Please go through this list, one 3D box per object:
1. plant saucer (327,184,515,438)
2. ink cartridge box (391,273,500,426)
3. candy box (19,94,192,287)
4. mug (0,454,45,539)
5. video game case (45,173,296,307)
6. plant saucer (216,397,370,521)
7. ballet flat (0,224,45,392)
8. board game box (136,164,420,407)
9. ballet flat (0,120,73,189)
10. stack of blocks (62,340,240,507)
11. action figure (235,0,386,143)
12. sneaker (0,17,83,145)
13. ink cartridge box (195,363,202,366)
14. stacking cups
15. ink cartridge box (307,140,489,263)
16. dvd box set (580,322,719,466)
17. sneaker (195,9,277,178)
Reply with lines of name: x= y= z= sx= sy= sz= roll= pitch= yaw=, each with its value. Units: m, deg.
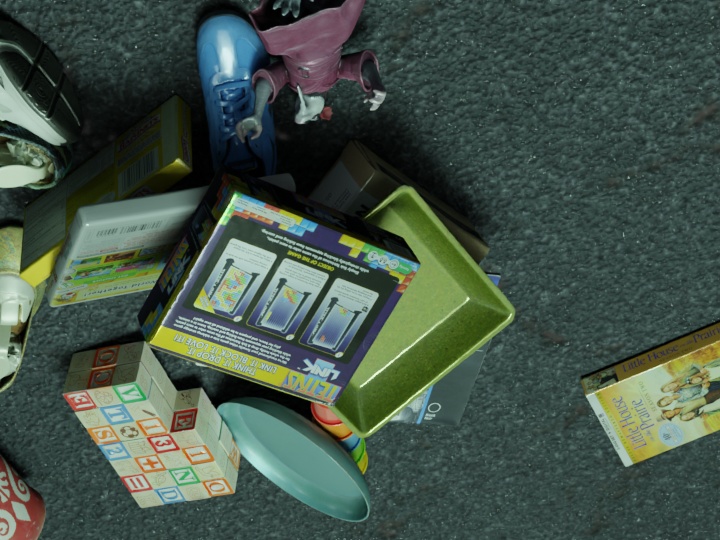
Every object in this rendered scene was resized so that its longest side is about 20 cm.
plant saucer: x=0.016 y=0.033 z=1.531 sx=0.200 sy=0.048 sz=0.200 roll=-39 pitch=123 yaw=5
ink cartridge box: x=0.081 y=0.086 z=1.725 sx=0.099 sy=0.039 sz=0.200 roll=5 pitch=130 yaw=-12
candy box: x=-0.237 y=-0.073 z=1.489 sx=0.200 sy=0.102 sz=0.026 roll=-34 pitch=124 yaw=20
mug: x=-0.460 y=0.228 z=1.707 sx=0.177 sy=0.134 sz=0.200 roll=-21 pitch=128 yaw=8
video game case: x=-0.176 y=-0.027 z=1.470 sx=0.200 sy=0.023 sz=0.182 roll=-11 pitch=160 yaw=-25
plant saucer: x=-0.067 y=0.199 z=1.738 sx=0.200 sy=0.027 sz=0.200 roll=31 pitch=155 yaw=16
ballet flat: x=-0.355 y=0.047 z=1.602 sx=0.070 sy=0.071 sz=0.200 roll=9 pitch=129 yaw=-17
board game box: x=-0.072 y=0.017 z=1.429 sx=0.200 sy=0.057 sz=0.166 roll=22 pitch=111 yaw=-30
ballet flat: x=-0.362 y=-0.108 z=1.462 sx=0.199 sy=0.074 sz=0.074 roll=2 pitch=131 yaw=-10
stack of blocks: x=-0.219 y=0.165 z=1.719 sx=0.115 sy=0.059 sz=0.200 roll=-11 pitch=133 yaw=16
action figure: x=-0.051 y=-0.202 z=1.420 sx=0.134 sy=0.149 sz=0.200 roll=-6 pitch=153 yaw=-5
sneaker: x=-0.344 y=-0.169 z=1.419 sx=0.115 sy=0.076 sz=0.201 roll=-29 pitch=122 yaw=27
ink cartridge box: x=-0.074 y=0.013 z=1.645 sx=0.160 sy=0.047 sz=0.200 roll=9 pitch=113 yaw=-16
stacking cups: x=-0.029 y=0.165 z=1.726 sx=0.060 sy=0.061 sz=0.200 roll=-10 pitch=150 yaw=0
ink cartridge box: x=0.000 y=0.000 z=1.580 sx=0.165 sy=0.075 sz=0.200 roll=31 pitch=105 yaw=-32
dvd box set: x=0.366 y=0.137 z=1.821 sx=0.200 sy=0.029 sz=0.146 roll=-23 pitch=131 yaw=11
sneaker: x=-0.110 y=-0.140 z=1.468 sx=0.066 sy=0.079 sz=0.200 roll=-6 pitch=131 yaw=-1
